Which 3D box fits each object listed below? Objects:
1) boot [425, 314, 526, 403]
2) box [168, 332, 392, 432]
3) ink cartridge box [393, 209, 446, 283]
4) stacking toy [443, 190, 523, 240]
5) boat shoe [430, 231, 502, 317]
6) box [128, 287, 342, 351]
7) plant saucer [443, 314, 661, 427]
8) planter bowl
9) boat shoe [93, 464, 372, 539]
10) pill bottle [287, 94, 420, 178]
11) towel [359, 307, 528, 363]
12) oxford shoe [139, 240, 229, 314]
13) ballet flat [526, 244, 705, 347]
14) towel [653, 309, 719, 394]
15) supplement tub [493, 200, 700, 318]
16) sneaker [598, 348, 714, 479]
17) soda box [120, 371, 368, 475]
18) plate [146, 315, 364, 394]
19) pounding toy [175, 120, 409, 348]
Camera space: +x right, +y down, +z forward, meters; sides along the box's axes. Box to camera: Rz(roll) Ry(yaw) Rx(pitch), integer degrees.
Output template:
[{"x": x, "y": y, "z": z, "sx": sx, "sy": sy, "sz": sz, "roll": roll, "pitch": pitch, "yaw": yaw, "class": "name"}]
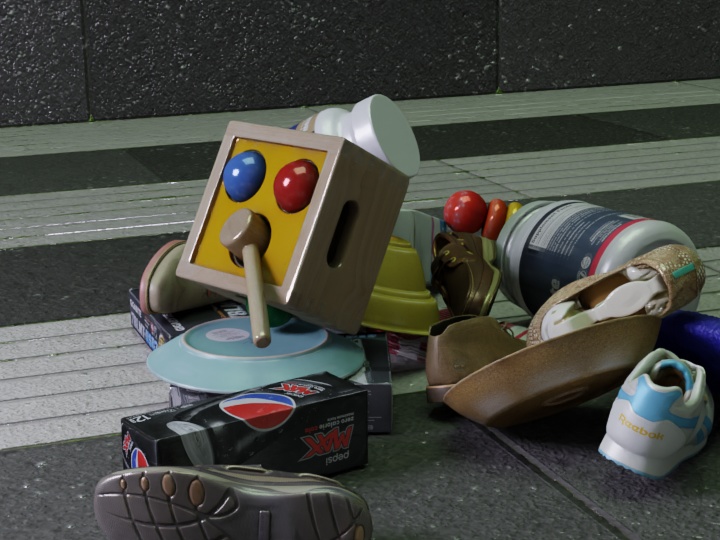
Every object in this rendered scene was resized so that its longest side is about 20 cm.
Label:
[{"x": 0.138, "y": 0.075, "z": 1.378, "sx": 0.199, "sy": 0.076, "sz": 0.073, "roll": -6, "pitch": -3, "yaw": -45, "class": "boot"}, {"x": -0.071, "y": 0.103, "z": 1.350, "sx": 0.199, "sy": 0.050, "sz": 0.158, "roll": -1, "pitch": 14, "yaw": 0, "class": "box"}, {"x": 0.014, "y": -0.028, "z": 1.699, "sx": 0.144, "sy": 0.085, "sz": 0.200, "roll": 2, "pitch": 0, "yaw": 13, "class": "ink cartridge box"}, {"x": 0.199, "y": -0.052, "z": 1.764, "sx": 0.199, "sy": 0.086, "sz": 0.085, "roll": 17, "pitch": 14, "yaw": -3, "class": "stacking toy"}, {"x": 0.104, "y": 0.011, "z": 1.521, "sx": 0.067, "sy": 0.072, "sz": 0.200, "roll": 21, "pitch": 20, "yaw": -6, "class": "boat shoe"}, {"x": -0.133, "y": 0.053, "z": 1.568, "sx": 0.198, "sy": 0.050, "sz": 0.200, "roll": -5, "pitch": 14, "yaw": -20, "class": "box"}, {"x": 0.170, "y": 0.093, "z": 1.248, "sx": 0.199, "sy": 0.036, "sz": 0.200, "roll": -18, "pitch": -16, "yaw": -5, "class": "plant saucer"}, {"x": 0.000, "y": 0.000, "z": 1.501, "sx": 0.199, "sy": 0.084, "sz": 0.200, "roll": 14, "pitch": 6, "yaw": -2, "class": "planter bowl"}, {"x": -0.091, "y": 0.177, "z": 1.046, "sx": 0.199, "sy": 0.075, "sz": 0.073, "roll": 8, "pitch": 4, "yaw": 1, "class": "boat shoe"}, {"x": -0.044, "y": -0.102, "z": 1.542, "sx": 0.199, "sy": 0.116, "sz": 0.116, "roll": -25, "pitch": 3, "yaw": 26, "class": "pill bottle"}, {"x": 0.106, "y": 0.070, "z": 1.530, "sx": 0.144, "sy": 0.023, "sz": 0.199, "roll": -14, "pitch": 18, "yaw": -43, "class": "towel"}, {"x": -0.158, "y": 0.003, "z": 1.530, "sx": 0.074, "sy": 0.071, "sz": 0.200, "roll": 10, "pitch": 20, "yaw": 24, "class": "oxford shoe"}, {"x": 0.209, "y": 0.035, "z": 1.280, "sx": 0.200, "sy": 0.071, "sz": 0.065, "roll": -36, "pitch": -11, "yaw": 37, "class": "ballet flat"}, {"x": 0.319, "y": 0.082, "z": 1.302, "sx": 0.147, "sy": 0.050, "sz": 0.200, "roll": 32, "pitch": -8, "yaw": -32, "class": "towel"}, {"x": 0.248, "y": 0.002, "z": 1.540, "sx": 0.140, "sy": 0.141, "sz": 0.200, "roll": -9, "pitch": 16, "yaw": -30, "class": "supplement tub"}, {"x": 0.259, "y": 0.107, "z": 1.205, "sx": 0.076, "sy": 0.081, "sz": 0.200, "roll": 24, "pitch": 19, "yaw": 16, "class": "sneaker"}, {"x": -0.090, "y": 0.138, "z": 1.173, "sx": 0.199, "sy": 0.071, "sz": 0.063, "roll": -11, "pitch": 18, "yaw": -34, "class": "soda box"}, {"x": -0.095, "y": 0.071, "z": 1.327, "sx": 0.199, "sy": 0.026, "sz": 0.200, "roll": 0, "pitch": 15, "yaw": 0, "class": "plate"}, {"x": -0.073, "y": -0.025, "z": 1.318, "sx": 0.184, "sy": 0.201, "sz": 0.142, "roll": 13, "pitch": -9, "yaw": 43, "class": "pounding toy"}]
